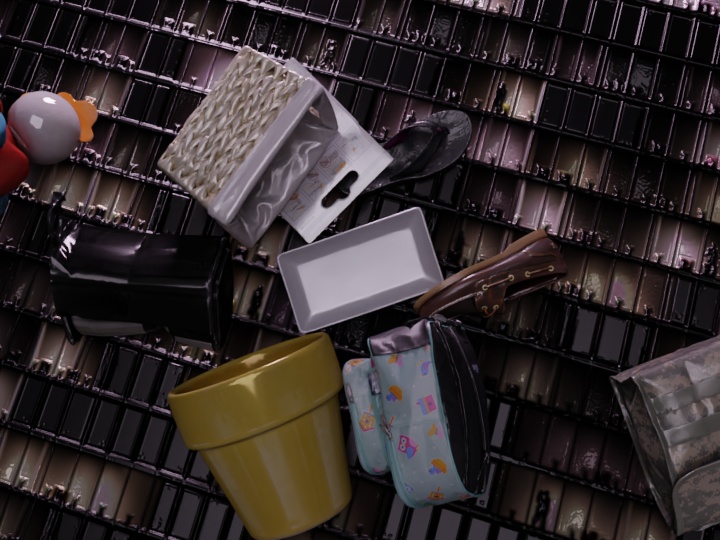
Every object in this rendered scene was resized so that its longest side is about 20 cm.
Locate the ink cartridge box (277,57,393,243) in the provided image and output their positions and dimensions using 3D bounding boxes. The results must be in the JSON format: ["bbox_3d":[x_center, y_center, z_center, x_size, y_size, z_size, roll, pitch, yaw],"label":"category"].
[{"bbox_3d":[-0.079,-0.156,1.074,0.163,0.057,0.200,-44,84,-3],"label":"ink cartridge box"}]

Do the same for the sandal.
[{"bbox_3d":[0.060,-0.153,1.065,0.198,0.048,0.076,-26,77,-1],"label":"sandal"}]

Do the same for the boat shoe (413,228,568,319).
[{"bbox_3d":[0.165,0.022,1.008,0.198,0.070,0.071,-28,73,-3],"label":"boat shoe"}]

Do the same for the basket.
[{"bbox_3d":[-0.136,-0.151,0.988,0.123,0.136,0.201,34,85,12],"label":"basket"}]

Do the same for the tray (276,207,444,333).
[{"bbox_3d":[0.000,0.000,1.040,0.197,0.022,0.109,-18,93,-1],"label":"tray"}]

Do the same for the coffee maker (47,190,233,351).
[{"bbox_3d":[-0.260,0.011,0.977,0.196,0.193,0.137,3,61,2],"label":"coffee maker"}]

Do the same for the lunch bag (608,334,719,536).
[{"bbox_3d":[0.407,0.191,0.936,0.162,0.118,0.203,-19,83,-2],"label":"lunch bag"}]

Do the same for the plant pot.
[{"bbox_3d":[-0.100,0.195,0.936,0.198,0.201,0.192,-19,93,-1],"label":"plant pot"}]

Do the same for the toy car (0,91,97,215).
[{"bbox_3d":[-0.453,-0.196,1.070,0.198,0.185,0.178,-27,75,-32],"label":"toy car"}]

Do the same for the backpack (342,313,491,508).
[{"bbox_3d":[0.072,0.171,0.932,0.151,0.176,0.203,-22,76,15],"label":"backpack"}]
